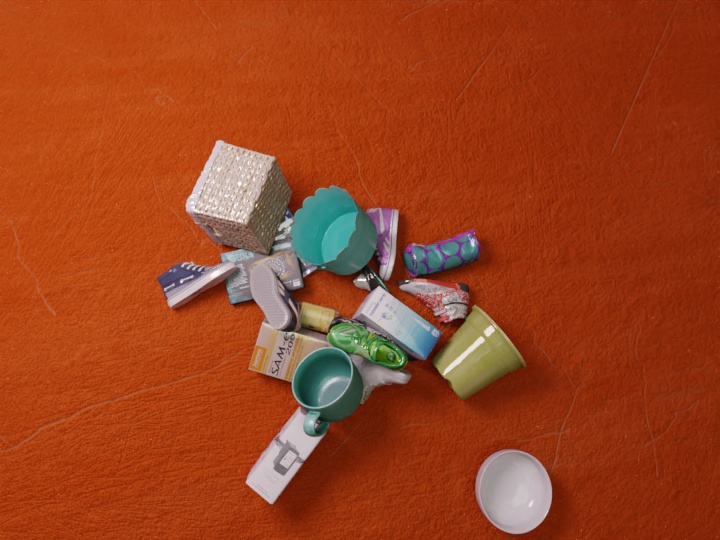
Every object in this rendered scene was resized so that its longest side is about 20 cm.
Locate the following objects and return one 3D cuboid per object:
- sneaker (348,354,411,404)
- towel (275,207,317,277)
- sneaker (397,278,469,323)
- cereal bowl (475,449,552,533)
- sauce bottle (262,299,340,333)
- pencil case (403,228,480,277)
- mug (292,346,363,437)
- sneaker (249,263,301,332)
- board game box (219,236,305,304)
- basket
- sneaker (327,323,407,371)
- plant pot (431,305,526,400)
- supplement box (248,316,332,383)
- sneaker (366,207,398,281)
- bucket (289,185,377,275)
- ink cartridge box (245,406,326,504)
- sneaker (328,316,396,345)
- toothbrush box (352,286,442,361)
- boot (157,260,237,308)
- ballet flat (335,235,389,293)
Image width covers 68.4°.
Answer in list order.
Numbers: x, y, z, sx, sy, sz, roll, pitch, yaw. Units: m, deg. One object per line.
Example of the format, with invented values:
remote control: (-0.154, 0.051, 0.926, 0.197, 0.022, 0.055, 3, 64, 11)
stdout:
sneaker: (0.036, 0.283, 1.327, 0.073, 0.199, 0.117, 22, 81, -45)
towel: (-0.208, -0.059, 1.407, 0.146, 0.024, 0.201, -30, 87, -12)
sneaker: (0.197, 0.084, 1.424, 0.199, 0.067, 0.109, 6, 78, -10)
cereal bowl: (0.387, 0.564, 1.373, 0.197, 0.083, 0.203, 1, 81, -8)
sauce bottle: (-0.153, 0.112, 1.370, 0.197, 0.066, 0.067, 15, 80, -4)
pencil case: (0.221, -0.046, 1.437, 0.198, 0.085, 0.094, -14, 112, -11)
mug: (-0.080, 0.284, 1.232, 0.185, 0.115, 0.152, -43, 49, -12)
sneaker: (-0.209, 0.073, 1.307, 0.078, 0.079, 0.201, -38, 57, 14)
board game box: (-0.252, 0.000, 1.365, 0.197, 0.028, 0.137, -13, 85, 3)
basket: (-0.288, -0.170, 1.295, 0.159, 0.199, 0.202, 16, 72, 14)
sneaker: (0.021, 0.173, 1.231, 0.198, 0.084, 0.075, 20, 77, -1)
plant pot: (0.290, 0.227, 1.369, 0.184, 0.200, 0.201, -40, 89, 0)
supplement box: (-0.167, 0.210, 1.333, 0.198, 0.074, 0.128, 17, 95, -6)
sneaker: (0.040, -0.072, 1.427, 0.113, 0.073, 0.203, 6, 71, -4)
bucket: (-0.063, -0.092, 1.338, 0.205, 0.135, 0.210, -11, 67, 27)
ink cartridge box: (-0.176, 0.435, 1.275, 0.083, 0.145, 0.201, 39, 78, 0)
sneaker: (0.009, 0.165, 1.329, 0.198, 0.091, 0.067, 26, 99, -12)
toothbrush box: (0.089, 0.141, 1.358, 0.199, 0.146, 0.086, 37, 75, -2)
boot: (-0.413, 0.007, 1.328, 0.199, 0.073, 0.091, -30, 83, 2)
ballet flat: (0.000, 0.000, 1.413, 0.068, 0.068, 0.201, -32, 77, -2)
